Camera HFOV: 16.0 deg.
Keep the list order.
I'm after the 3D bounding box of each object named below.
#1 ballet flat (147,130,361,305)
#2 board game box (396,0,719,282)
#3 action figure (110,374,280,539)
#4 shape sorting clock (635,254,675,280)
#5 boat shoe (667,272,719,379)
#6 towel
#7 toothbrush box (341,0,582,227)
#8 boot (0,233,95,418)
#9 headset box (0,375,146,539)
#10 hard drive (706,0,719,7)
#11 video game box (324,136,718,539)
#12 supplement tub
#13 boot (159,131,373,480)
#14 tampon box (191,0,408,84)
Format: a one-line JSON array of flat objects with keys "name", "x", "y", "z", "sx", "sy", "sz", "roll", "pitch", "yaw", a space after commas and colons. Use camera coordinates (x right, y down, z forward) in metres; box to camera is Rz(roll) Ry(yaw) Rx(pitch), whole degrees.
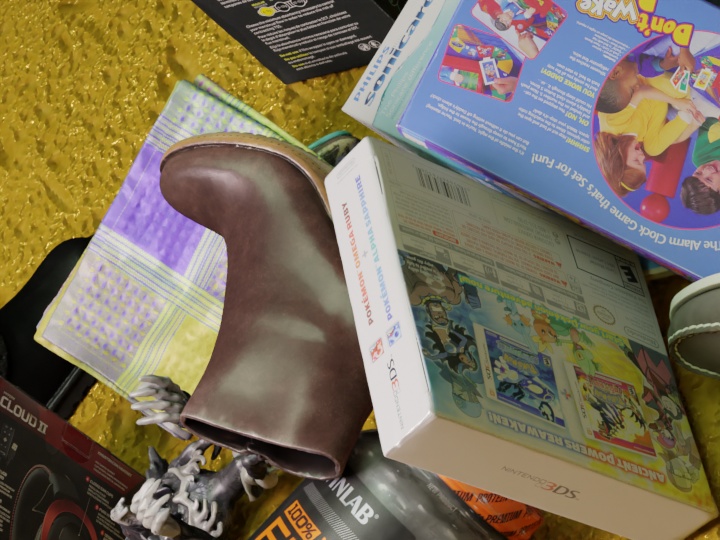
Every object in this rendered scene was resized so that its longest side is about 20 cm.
[{"name": "ballet flat", "x": -0.065, "y": -0.006, "z": 1.627, "sx": 0.200, "sy": 0.072, "sz": 0.072, "roll": -36, "pitch": 41, "yaw": 16}, {"name": "board game box", "x": 0.138, "y": -0.090, "z": 1.369, "sx": 0.135, "sy": 0.200, "sz": 0.045, "roll": -63, "pitch": -5, "yaw": 0}, {"name": "action figure", "x": -0.094, "y": 0.113, "z": 1.508, "sx": 0.200, "sy": 0.102, "sz": 0.119, "roll": -43, "pitch": 43, "yaw": 25}, {"name": "shape sorting clock", "x": 0.183, "y": -0.084, "z": 1.464, "sx": 0.200, "sy": 0.039, "sz": 0.200, "roll": -25, "pitch": 45, "yaw": 27}, {"name": "boat shoe", "x": 0.236, "y": 0.042, "z": 1.288, "sx": 0.201, "sy": 0.072, "sz": 0.060, "roll": 1, "pitch": 56, "yaw": 39}, {"name": "towel", "x": -0.108, "y": -0.008, "z": 1.596, "sx": 0.144, "sy": 0.023, "sz": 0.200, "roll": 35, "pitch": 97, "yaw": 27}, {"name": "toothbrush box", "x": 0.094, "y": -0.116, "z": 1.501, "sx": 0.147, "sy": 0.085, "sz": 0.200, "roll": -59, "pitch": 30, "yaw": -1}, {"name": "boot", "x": -0.251, "y": 0.039, "z": 1.679, "sx": 0.079, "sy": 0.158, "sz": 0.211, "roll": 10, "pitch": 67, "yaw": 47}, {"name": "headset box", "x": -0.215, "y": 0.169, "z": 1.551, "sx": 0.075, "sy": 0.149, "sz": 0.200, "roll": -10, "pitch": 54, "yaw": 38}, {"name": "hard drive", "x": 0.232, "y": -0.209, "z": 1.485, "sx": 0.135, "sy": 0.042, "sz": 0.200, "roll": -30, "pitch": 35, "yaw": -4}, {"name": "video game box", "x": 0.082, "y": 0.039, "z": 1.324, "sx": 0.047, "sy": 0.200, "sz": 0.183, "roll": -45, "pitch": 41, "yaw": 31}, {"name": "supplement tub", "x": -0.003, "y": 0.171, "z": 1.370, "sx": 0.200, "sy": 0.123, "sz": 0.123, "roll": -47, "pitch": 39, "yaw": 3}, {"name": "boot", "x": -0.057, "y": 0.015, "z": 1.386, "sx": 0.200, "sy": 0.072, "sz": 0.167, "roll": 20, "pitch": 57, "yaw": 22}, {"name": "tampon box", "x": -0.048, "y": -0.245, "z": 1.682, "sx": 0.126, "sy": 0.200, "sz": 0.150, "roll": -11, "pitch": 52, "yaw": 37}]
